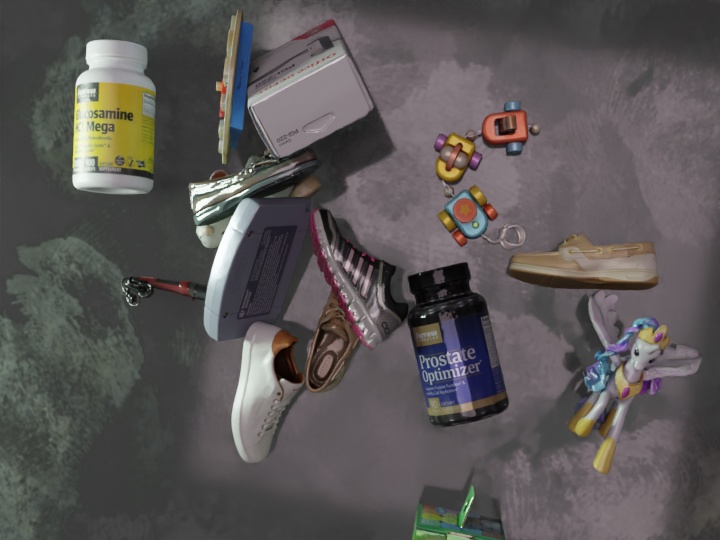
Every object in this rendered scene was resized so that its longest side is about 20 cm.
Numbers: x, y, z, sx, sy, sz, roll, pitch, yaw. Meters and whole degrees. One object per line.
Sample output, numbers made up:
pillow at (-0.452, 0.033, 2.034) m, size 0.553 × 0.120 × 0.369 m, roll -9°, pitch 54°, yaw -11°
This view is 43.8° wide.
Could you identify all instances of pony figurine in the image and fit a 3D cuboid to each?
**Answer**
pony figurine at (0.343, 0.132, 1.151) m, size 0.165 × 0.193 × 0.202 m, roll 27°, pitch 111°, yaw 10°

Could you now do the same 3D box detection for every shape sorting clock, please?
shape sorting clock at (-0.174, -0.245, 1.201) m, size 0.038 × 0.200 × 0.204 m, roll 7°, pitch 90°, yaw -11°

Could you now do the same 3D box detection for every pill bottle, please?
pill bottle at (0.125, 0.097, 1.200) m, size 0.110 × 0.112 × 0.204 m, roll -13°, pitch 88°, yaw 7°
pill bottle at (-0.346, -0.214, 1.265) m, size 0.110 × 0.112 × 0.204 m, roll 1°, pitch 89°, yaw 7°

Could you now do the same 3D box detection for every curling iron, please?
curling iron at (-0.249, 0.037, 1.289) m, size 0.196 × 0.026 × 0.050 m, roll 7°, pitch 53°, yaw 4°

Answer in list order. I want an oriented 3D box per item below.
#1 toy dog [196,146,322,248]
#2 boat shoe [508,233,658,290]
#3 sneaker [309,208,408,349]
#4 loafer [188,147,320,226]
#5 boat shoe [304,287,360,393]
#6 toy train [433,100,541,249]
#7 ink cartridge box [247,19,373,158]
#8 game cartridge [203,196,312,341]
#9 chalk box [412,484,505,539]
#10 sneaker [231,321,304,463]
toy dog at (-0.144, -0.102, 1.245) m, size 0.131 × 0.096 × 0.202 m, roll 33°, pitch 93°, yaw 7°
boat shoe at (0.299, -0.015, 1.207) m, size 0.196 × 0.074 × 0.071 m, roll 4°, pitch 78°, yaw 6°
sneaker at (0.000, 0.000, 1.198) m, size 0.086 × 0.074 × 0.202 m, roll -26°, pitch 80°, yaw -11°
loafer at (-0.147, -0.122, 1.175) m, size 0.198 × 0.072 × 0.064 m, roll -24°, pitch 86°, yaw 22°
boat shoe at (-0.024, 0.076, 1.242) m, size 0.070 × 0.065 × 0.203 m, roll 19°, pitch 91°, yaw 7°
toy train at (0.173, -0.132, 1.227) m, size 0.147 × 0.056 × 0.204 m, roll 1°, pitch 89°, yaw 7°
ink cartridge box at (-0.072, -0.243, 1.182) m, size 0.144 × 0.201 × 0.086 m, roll -26°, pitch 120°, yaw 6°
game cartridge at (-0.141, -0.004, 1.202) m, size 0.041 × 0.132 × 0.203 m, roll 30°, pitch 111°, yaw 27°
chalk box at (0.123, 0.388, 1.190) m, size 0.121 × 0.124 × 0.204 m, roll 8°, pitch 89°, yaw 7°
sneaker at (-0.123, 0.178, 1.228) m, size 0.083 × 0.073 × 0.204 m, roll 13°, pitch 107°, yaw 27°
